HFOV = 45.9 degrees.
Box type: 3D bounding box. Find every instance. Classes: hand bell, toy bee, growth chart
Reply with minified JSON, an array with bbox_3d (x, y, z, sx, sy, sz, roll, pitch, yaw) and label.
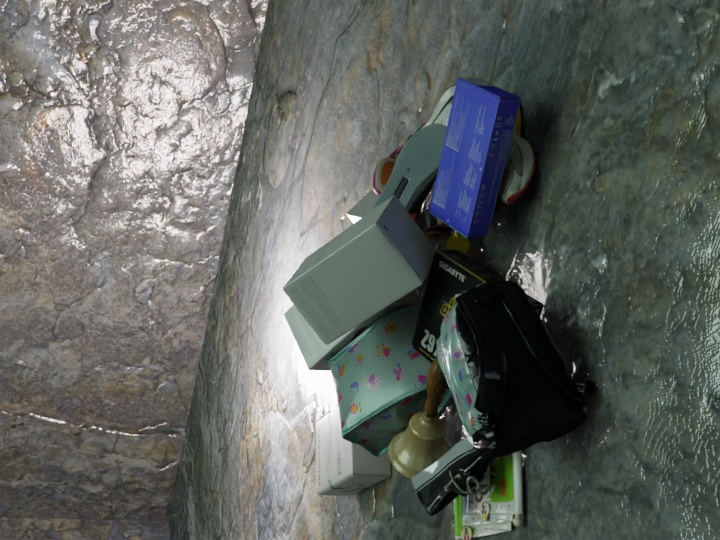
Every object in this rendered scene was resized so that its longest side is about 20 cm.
[{"bbox_3d":[0.103,0.203,1.255,0.105,0.102,0.204,-112,24,-52],"label":"hand bell"},{"bbox_3d":[0.137,-0.074,1.331,0.133,0.106,0.202,-106,30,-43],"label":"toy bee"},{"bbox_3d":[0.180,0.311,1.212,0.200,0.017,0.148,131,142,-55],"label":"growth chart"}]

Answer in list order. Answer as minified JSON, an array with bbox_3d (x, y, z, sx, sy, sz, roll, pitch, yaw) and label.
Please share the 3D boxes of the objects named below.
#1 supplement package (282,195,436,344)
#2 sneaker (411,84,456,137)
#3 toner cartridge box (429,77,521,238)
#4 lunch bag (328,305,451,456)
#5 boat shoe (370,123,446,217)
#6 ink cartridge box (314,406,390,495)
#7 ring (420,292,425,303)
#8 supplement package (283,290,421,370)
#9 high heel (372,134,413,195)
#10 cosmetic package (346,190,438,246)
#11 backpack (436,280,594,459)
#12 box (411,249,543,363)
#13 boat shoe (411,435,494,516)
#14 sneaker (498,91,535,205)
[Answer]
[{"bbox_3d":[0.000,0.000,1.303,0.198,0.118,0.117,-33,11,29],"label":"supplement package"},{"bbox_3d":[0.137,-0.196,1.415,0.117,0.074,0.202,-101,29,-44],"label":"sneaker"},{"bbox_3d":[0.158,-0.159,1.199,0.095,0.042,0.204,40,128,47],"label":"toner cartridge box"},{"bbox_3d":[0.058,0.174,1.387,0.199,0.121,0.172,-38,41,20],"label":"lunch bag"},{"bbox_3d":[0.084,-0.140,1.379,0.202,0.070,0.091,-56,-17,0],"label":"boat shoe"},{"bbox_3d":[-0.018,0.344,1.645,0.200,0.081,0.150,133,139,-57],"label":"ink cartridge box"},{"bbox_3d":[0.130,0.120,1.410,0.200,0.019,0.206,-173,90,-71],"label":"ring"},{"bbox_3d":[-0.014,0.070,1.478,0.200,0.120,0.121,-43,60,26],"label":"supplement package"},{"bbox_3d":[0.052,-0.170,1.557,0.096,0.067,0.201,-54,7,40],"label":"high heel"},{"bbox_3d":[0.057,-0.081,1.534,0.071,0.102,0.199,-43,20,-9],"label":"cosmetic package"},{"bbox_3d":[0.171,0.119,1.052,0.203,0.163,0.127,69,152,25],"label":"backpack"},{"bbox_3d":[0.162,0.082,1.224,0.199,0.048,0.163,38,122,49],"label":"box"},{"bbox_3d":[0.146,0.282,1.180,0.199,0.073,0.069,-43,58,35],"label":"boat shoe"},{"bbox_3d":[0.196,-0.180,1.240,0.078,0.080,0.203,124,146,-47],"label":"sneaker"}]
